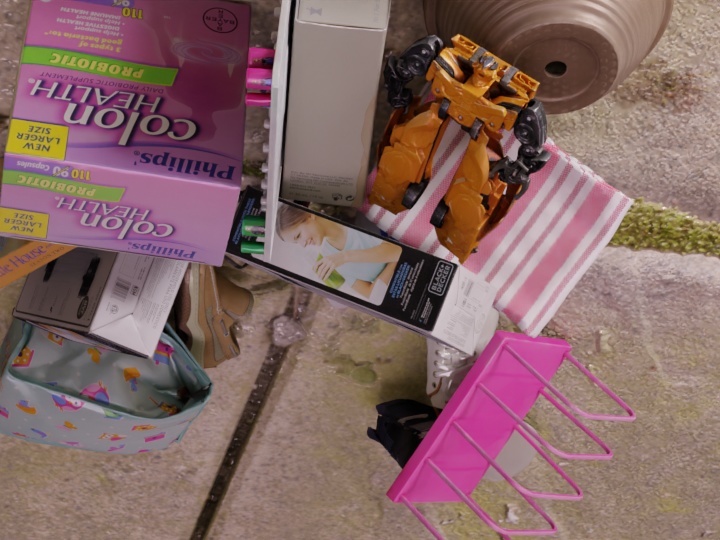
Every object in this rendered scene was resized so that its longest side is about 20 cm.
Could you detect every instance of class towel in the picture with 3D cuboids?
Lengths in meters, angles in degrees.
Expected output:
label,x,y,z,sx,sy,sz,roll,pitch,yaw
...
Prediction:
label,x,y,z,sx,sy,sz,roll,pitch,yaw
towel,0.106,-0.056,1.427,0.199,0.030,0.147,36,105,7

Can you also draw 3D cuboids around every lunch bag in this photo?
label,x,y,z,sx,sy,sz,roll,pitch,yaw
lunch bag,-0.248,0.108,1.650,0.199,0.123,0.170,18,153,-13

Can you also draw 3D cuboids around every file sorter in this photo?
label,x,y,z,sx,sy,sz,roll,pitch,yaw
file sorter,0.152,0.180,1.664,0.139,0.125,0.201,10,117,-55

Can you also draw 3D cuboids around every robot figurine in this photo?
label,x,y,z,sx,sy,sz,roll,pitch,yaw
robot figurine,0.075,-0.100,1.333,0.144,0.058,0.201,33,141,9

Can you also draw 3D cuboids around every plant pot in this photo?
label,x,y,z,sx,sy,sz,roll,pitch,yaw
plant pot,0.148,-0.189,1.334,0.199,0.093,0.202,0,140,0

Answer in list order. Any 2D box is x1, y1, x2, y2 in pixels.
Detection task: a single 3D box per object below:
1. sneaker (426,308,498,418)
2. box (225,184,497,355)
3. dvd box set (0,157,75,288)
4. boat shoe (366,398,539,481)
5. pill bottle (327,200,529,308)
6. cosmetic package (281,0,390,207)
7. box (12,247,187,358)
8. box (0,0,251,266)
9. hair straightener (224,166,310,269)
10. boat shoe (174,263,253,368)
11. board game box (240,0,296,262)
label,x,y,z,sx,sy,sz,roll,pitch,yaw
sneaker,0.099,0.083,1.674,0.072,0.085,0.201,-1,140,4
box,0.000,0.000,1.402,0.199,0.061,0.117,22,177,22
dvd box set,-0.263,-0.064,1.441,0.199,0.147,0.029,-25,130,29
boat shoe,0.097,0.170,1.802,0.199,0.093,0.075,7,113,-46
pill bottle,0.062,-0.027,1.515,0.198,0.113,0.112,-15,139,16
cosmetic package,-0.020,-0.155,1.363,0.072,0.104,0.201,7,142,-2
box,-0.221,0.003,1.466,0.060,0.117,0.200,25,170,-28
box,-0.181,-0.120,1.330,0.174,0.201,0.097,8,141,-10
hair straightener,-0.086,-0.064,1.536,0.076,0.041,0.200,11,144,-13
boat shoe,-0.139,0.027,1.625,0.075,0.072,0.200,-7,152,-8
board game box,-0.068,-0.144,1.299,0.026,0.201,0.201,5,141,-1
